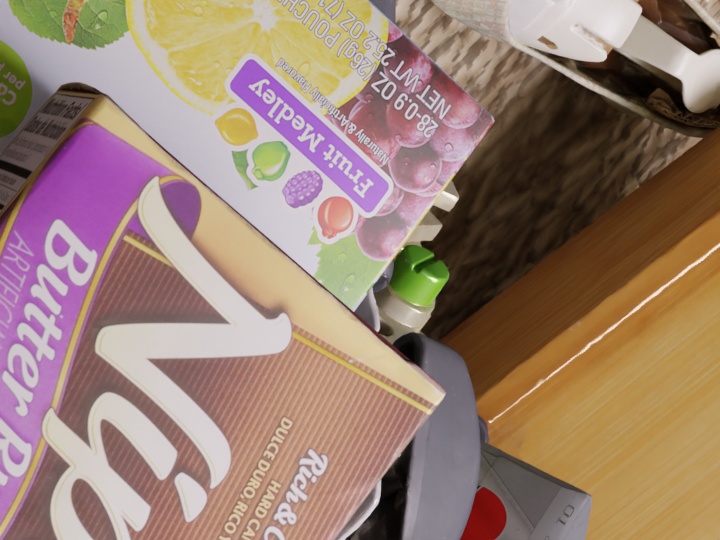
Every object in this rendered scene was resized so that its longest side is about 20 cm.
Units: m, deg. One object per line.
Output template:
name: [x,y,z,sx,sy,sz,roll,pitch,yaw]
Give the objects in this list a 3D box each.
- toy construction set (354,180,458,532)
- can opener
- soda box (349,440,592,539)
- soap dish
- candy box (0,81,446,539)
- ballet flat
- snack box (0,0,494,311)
toy construction set: [-0.014,0.040,0.812,0.131,0.092,0.201,-41,154,-65]
can opener: [0.000,0.000,0.730,0.067,0.201,0.053,23,144,-32]
soda box: [0.032,0.148,0.852,0.068,0.063,0.201,-51,157,-36]
soap dish: [0.124,0.054,0.882,0.200,0.158,0.081,-37,-173,-2]
candy box: [-0.086,0.069,0.570,0.117,0.056,0.200,41,83,-19]
ballet flat: [0.089,-0.096,0.851,0.200,0.062,0.068,19,105,-53]
snack box: [-0.089,-0.016,0.627,0.168,0.068,0.200,40,80,-20]
